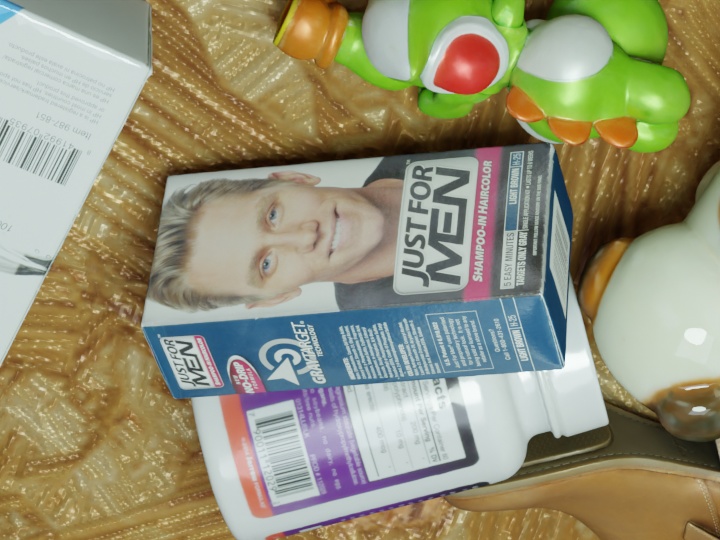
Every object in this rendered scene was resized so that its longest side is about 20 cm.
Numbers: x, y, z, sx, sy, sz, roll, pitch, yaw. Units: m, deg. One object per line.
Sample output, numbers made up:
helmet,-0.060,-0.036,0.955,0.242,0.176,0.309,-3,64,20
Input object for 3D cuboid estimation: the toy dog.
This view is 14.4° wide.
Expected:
toy dog,0.205,-0.003,1.385,0.200,0.194,0.140,-42,77,20

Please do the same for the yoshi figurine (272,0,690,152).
yoshi figurine,0.067,-0.121,1.384,0.199,0.112,0.112,22,81,-1

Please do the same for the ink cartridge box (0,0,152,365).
ink cartridge box,-0.207,-0.061,1.388,0.145,0.084,0.200,23,114,-15

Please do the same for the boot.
boot,0.146,0.136,1.530,0.199,0.077,0.156,-17,122,-3

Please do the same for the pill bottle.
pill bottle,0.020,0.063,1.453,0.199,0.112,0.112,-14,118,4

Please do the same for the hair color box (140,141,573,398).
hair color box,0.000,0.000,1.396,0.199,0.100,0.061,-5,139,14
